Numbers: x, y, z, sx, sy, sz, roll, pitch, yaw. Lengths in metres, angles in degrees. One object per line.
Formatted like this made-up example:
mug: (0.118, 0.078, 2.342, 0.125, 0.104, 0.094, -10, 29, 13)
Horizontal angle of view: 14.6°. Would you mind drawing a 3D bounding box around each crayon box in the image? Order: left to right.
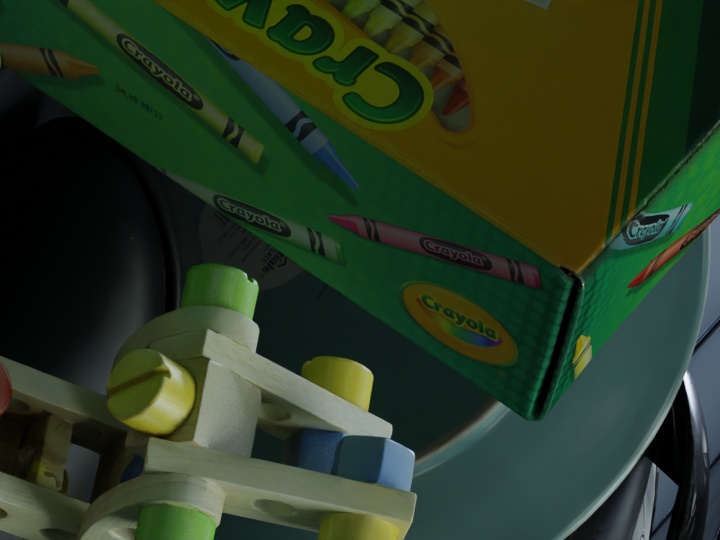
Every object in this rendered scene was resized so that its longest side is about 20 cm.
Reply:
crayon box: (-0.001, -0.068, 0.664, 0.119, 0.200, 0.058, -45, 160, -33)

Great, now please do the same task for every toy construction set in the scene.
toy construction set: (-0.093, 0.021, 0.648, 0.131, 0.200, 0.092, -24, -145, 53)

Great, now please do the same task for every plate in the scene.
plate: (0.000, 0.000, 0.799, 0.200, 0.200, 0.026, -55, 149, -5)

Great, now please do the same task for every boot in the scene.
boot: (-0.129, 0.058, 0.742, 0.168, 0.076, 0.201, -5, 116, -58)

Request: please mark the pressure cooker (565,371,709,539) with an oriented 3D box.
pressure cooker: (0.006, 0.080, 0.876, 0.179, 0.200, 0.176, -16, 114, -61)
